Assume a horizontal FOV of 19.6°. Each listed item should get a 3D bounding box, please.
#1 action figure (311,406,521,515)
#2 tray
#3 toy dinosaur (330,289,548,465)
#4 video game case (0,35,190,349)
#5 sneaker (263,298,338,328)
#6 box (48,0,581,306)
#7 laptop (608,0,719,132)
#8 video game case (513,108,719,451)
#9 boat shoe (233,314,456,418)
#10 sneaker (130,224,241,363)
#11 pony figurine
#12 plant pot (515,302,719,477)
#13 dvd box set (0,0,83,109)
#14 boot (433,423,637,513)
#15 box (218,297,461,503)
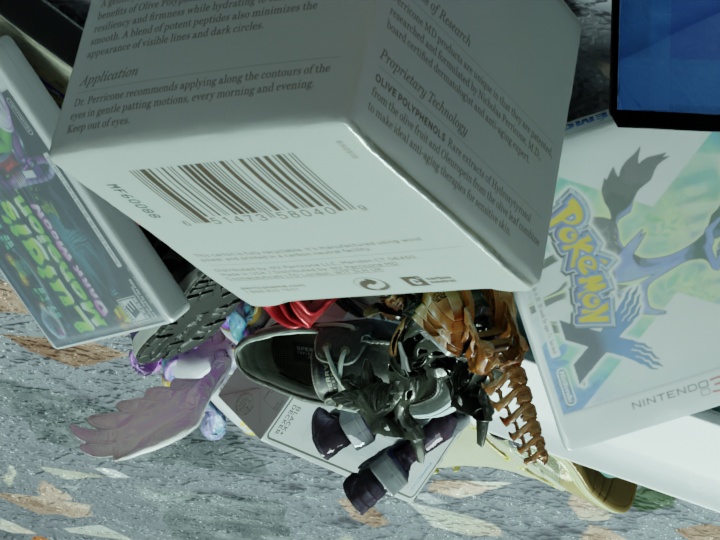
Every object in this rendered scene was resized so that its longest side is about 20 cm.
[{"bbox_3d":[0.063,0.085,1.451,0.199,0.069,0.131,-30,97,15],"label":"action figure"},{"bbox_3d":[0.170,0.098,1.317,0.198,0.022,0.108,19,150,7],"label":"tray"},{"bbox_3d":[0.047,0.034,1.215,0.101,0.201,0.136,7,132,-14],"label":"toy dinosaur"},{"bbox_3d":[-0.208,-0.043,1.328,0.201,0.023,0.181,57,150,-12],"label":"video game case"},{"bbox_3d":[0.000,0.000,1.402,0.198,0.116,0.078,18,156,-10],"label":"sneaker"},{"bbox_3d":[-0.018,-0.098,1.118,0.198,0.173,0.200,-4,153,34],"label":"box"},{"bbox_3d":[0.193,-0.156,0.971,0.176,0.104,0.200,4,155,18],"label":"laptop"},{"bbox_3d":[0.178,-0.005,1.210,0.181,0.022,0.201,-17,115,6],"label":"video game case"},{"bbox_3d":[-0.005,0.068,1.392,0.071,0.073,0.199,-19,-168,-41],"label":"boat shoe"},{"bbox_3d":[-0.104,-0.022,1.326,0.075,0.088,0.200,-10,159,-43],"label":"sneaker"},{"bbox_3d":[-0.121,0.066,1.602,0.191,0.168,0.200,-17,155,9],"label":"pony figurine"},{"bbox_3d":[0.164,0.020,1.349,0.141,0.142,0.200,-13,140,45],"label":"plant pot"},{"bbox_3d":[-0.198,-0.097,1.340,0.146,0.030,0.200,36,152,-7],"label":"dvd box set"},{"bbox_3d":[0.123,0.144,1.728,0.154,0.073,0.200,-12,142,43],"label":"boot"},{"bbox_3d":[-0.001,0.092,1.571,0.199,0.117,0.060,27,-171,-49],"label":"box"}]
